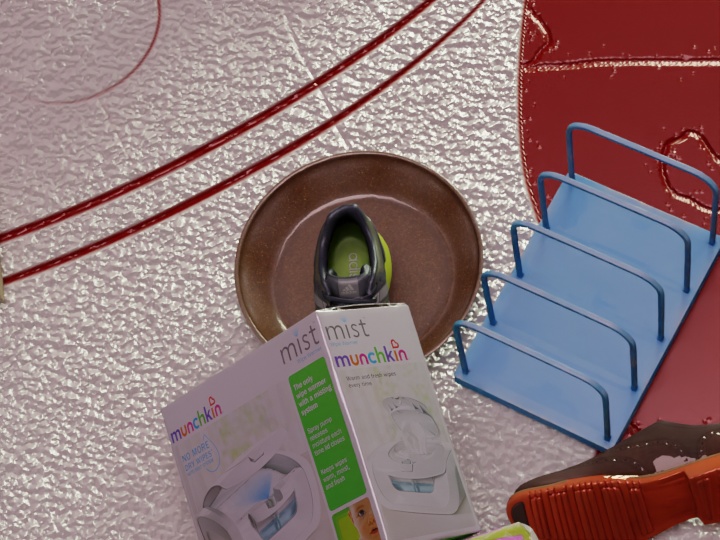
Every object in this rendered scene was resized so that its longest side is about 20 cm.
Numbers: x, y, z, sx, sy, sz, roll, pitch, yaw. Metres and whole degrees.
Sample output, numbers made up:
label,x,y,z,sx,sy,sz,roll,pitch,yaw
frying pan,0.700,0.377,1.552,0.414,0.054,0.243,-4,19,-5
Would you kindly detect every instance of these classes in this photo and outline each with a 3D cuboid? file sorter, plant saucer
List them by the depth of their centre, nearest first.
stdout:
label,x,y,z,sx,sy,sz,roll,pitch,yaw
file sorter,0.173,0.009,1.590,0.139,0.123,0.200,25,71,19
plant saucer,0.000,0.000,1.666,0.200,0.037,0.201,-3,66,7

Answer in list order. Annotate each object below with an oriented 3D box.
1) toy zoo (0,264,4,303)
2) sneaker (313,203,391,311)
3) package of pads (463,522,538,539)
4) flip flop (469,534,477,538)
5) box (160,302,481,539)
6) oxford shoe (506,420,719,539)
label,x,y,z,sx,sy,sz,roll,pitch,yaw
toy zoo,-0.401,-0.014,1.738,0.200,0.020,0.131,-13,64,3
sneaker,-0.008,0.040,1.584,0.074,0.081,0.200,-11,64,4
package of pads,0.042,0.255,1.475,0.200,0.155,0.068,-18,64,0
flip flop,0.012,0.166,1.573,0.081,0.058,0.200,-42,63,-12
box,-0.031,0.141,1.499,0.097,0.200,0.177,-4,71,-43
oxford shoe,0.207,0.157,1.558,0.200,0.071,0.073,-9,38,5
